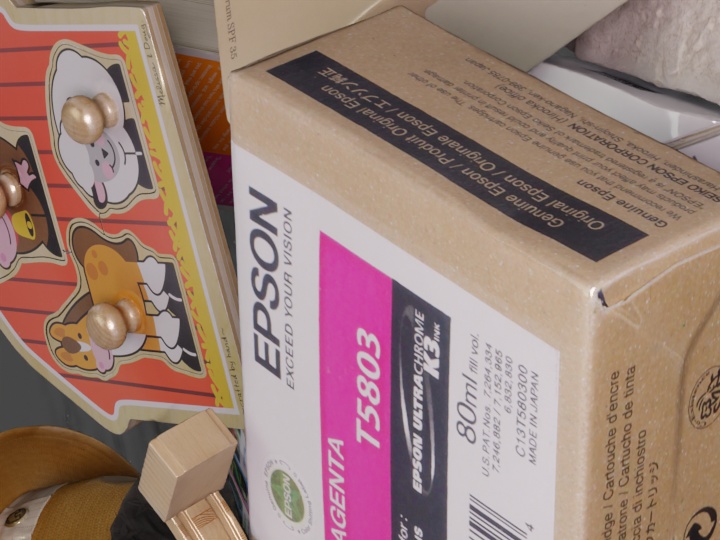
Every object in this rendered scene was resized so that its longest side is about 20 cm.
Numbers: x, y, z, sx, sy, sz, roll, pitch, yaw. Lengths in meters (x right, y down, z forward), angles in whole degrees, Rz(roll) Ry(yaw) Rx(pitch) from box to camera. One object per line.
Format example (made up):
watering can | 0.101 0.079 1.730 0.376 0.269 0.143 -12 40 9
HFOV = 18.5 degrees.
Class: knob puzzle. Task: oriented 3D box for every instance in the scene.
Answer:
knob puzzle | -0.132 -0.020 0.933 0.219 0.030 0.221 26 129 37

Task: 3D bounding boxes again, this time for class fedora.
fedora | -0.111 0.153 1.041 0.081 0.200 0.202 -25 59 27

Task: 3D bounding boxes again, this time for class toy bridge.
toy bridge | -0.008 0.133 0.698 0.200 0.027 0.067 50 148 21

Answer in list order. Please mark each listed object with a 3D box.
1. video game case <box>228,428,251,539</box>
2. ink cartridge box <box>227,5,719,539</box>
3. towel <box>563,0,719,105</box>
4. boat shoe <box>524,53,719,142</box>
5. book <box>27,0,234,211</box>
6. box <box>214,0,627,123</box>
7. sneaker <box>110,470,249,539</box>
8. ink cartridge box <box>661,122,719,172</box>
video game case | -0.060 0.064 1.015 0.200 0.024 0.183 96 151 -65
ink cartridge box | 0.037 0.045 0.670 0.164 0.075 0.201 31 134 42
towel | 0.122 -0.136 0.817 0.200 0.034 0.134 31 113 60
boat shoe | 0.084 -0.043 0.844 0.200 0.071 0.068 27 108 54
book | -0.077 -0.074 1.012 0.134 0.199 0.048 -49 43 48
box | 0.038 -0.126 0.805 0.200 0.077 0.096 -36 49 36
sneaker | -0.062 0.152 0.882 0.200 0.104 0.060 52 158 45
ink cartridge box | 0.089 0.049 0.745 0.200 0.083 0.146 -32 81 57
